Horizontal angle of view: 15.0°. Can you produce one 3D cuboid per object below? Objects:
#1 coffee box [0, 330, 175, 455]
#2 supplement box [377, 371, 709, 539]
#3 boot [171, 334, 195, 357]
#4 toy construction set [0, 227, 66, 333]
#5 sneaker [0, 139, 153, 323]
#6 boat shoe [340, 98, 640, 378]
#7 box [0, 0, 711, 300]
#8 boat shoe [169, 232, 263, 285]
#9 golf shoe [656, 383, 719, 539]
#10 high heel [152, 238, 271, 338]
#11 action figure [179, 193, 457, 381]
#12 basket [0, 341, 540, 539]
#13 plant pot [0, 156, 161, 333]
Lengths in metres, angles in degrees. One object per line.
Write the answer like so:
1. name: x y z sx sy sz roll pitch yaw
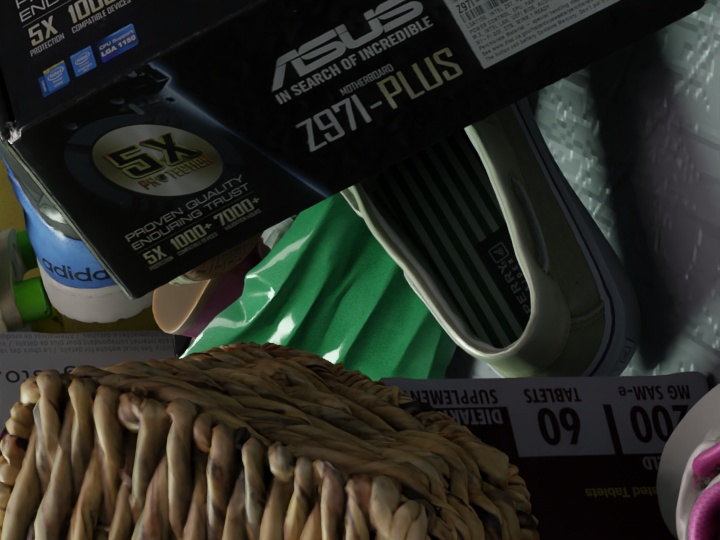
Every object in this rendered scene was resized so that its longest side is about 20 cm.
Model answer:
1. coffee box: -0.131 0.158 1.150 0.200 0.199 0.198 121 142 -54
2. supplement box: 0.061 0.130 0.765 0.061 0.109 0.200 127 137 -56
3. boot: -0.051 -0.050 1.148 0.131 0.068 0.200 -159 72 -79
4. toy construction set: -0.188 -0.042 1.152 0.200 0.092 0.131 59 -177 -4
5. sneaker: -0.120 -0.084 1.146 0.200 0.077 0.111 -98 0 -46
6. boat shoe: 0.020 -0.045 0.864 0.072 0.062 0.200 -42 63 11
7. box: -0.019 -0.113 0.833 0.086 0.200 0.164 56 -169 -47
8. boat shoe: -0.069 -0.063 0.947 0.202 0.075 0.075 -79 -30 -50
9. golf shoe: 0.108 0.052 0.666 0.200 0.091 0.075 170 98 -71
10. high heel: 0.009 -0.043 1.012 0.200 0.096 0.067 -51 43 28
11. action figure: 0.000 0.000 0.962 0.055 0.118 0.200 -102 30 -54
12. basket: -0.022 0.129 0.726 0.149 0.143 0.200 -2 -73 -71
13. plant pot: -0.184 0.015 1.321 0.200 0.176 0.200 128 136 -58
